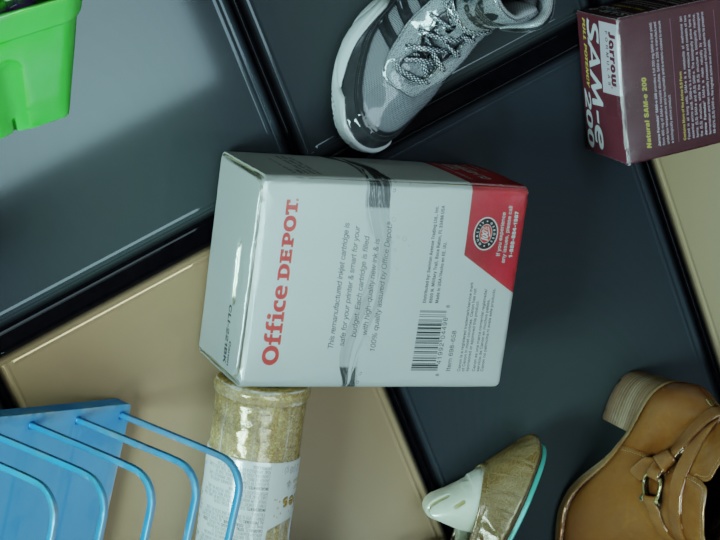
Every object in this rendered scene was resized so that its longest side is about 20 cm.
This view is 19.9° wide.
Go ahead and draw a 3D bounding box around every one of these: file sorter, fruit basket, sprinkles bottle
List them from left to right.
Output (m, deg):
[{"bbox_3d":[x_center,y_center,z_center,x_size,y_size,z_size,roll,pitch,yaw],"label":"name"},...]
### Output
[{"bbox_3d":[-0.270,-0.163,1.182,0.215,0.156,0.216,-15,124,-23],"label":"fruit basket"},{"bbox_3d":[-0.185,0.169,1.284,0.200,0.123,0.139,-1,106,-58],"label":"file sorter"},{"bbox_3d":[-0.080,0.170,1.412,0.068,0.068,0.200,2,103,-26],"label":"sprinkles bottle"}]

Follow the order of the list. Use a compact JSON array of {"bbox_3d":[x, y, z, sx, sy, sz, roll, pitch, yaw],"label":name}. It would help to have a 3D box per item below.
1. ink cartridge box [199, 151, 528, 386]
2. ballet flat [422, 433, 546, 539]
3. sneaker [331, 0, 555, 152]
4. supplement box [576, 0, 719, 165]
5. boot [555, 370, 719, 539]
[{"bbox_3d":[0.000,0.000,1.395,0.200,0.084,0.144,2,104,-27],"label":"ink cartridge box"},{"bbox_3d":[0.070,0.206,1.504,0.072,0.068,0.200,20,99,-9],"label":"ballet flat"},{"bbox_3d":[0.058,-0.162,1.362,0.075,0.114,0.200,33,89,-28],"label":"sneaker"},{"bbox_3d":[0.260,-0.152,1.491,0.200,0.061,0.109,-14,108,-23],"label":"supplement box"},{"bbox_3d":[0.224,0.182,1.509,0.077,0.155,0.200,18,96,-28],"label":"boot"}]
